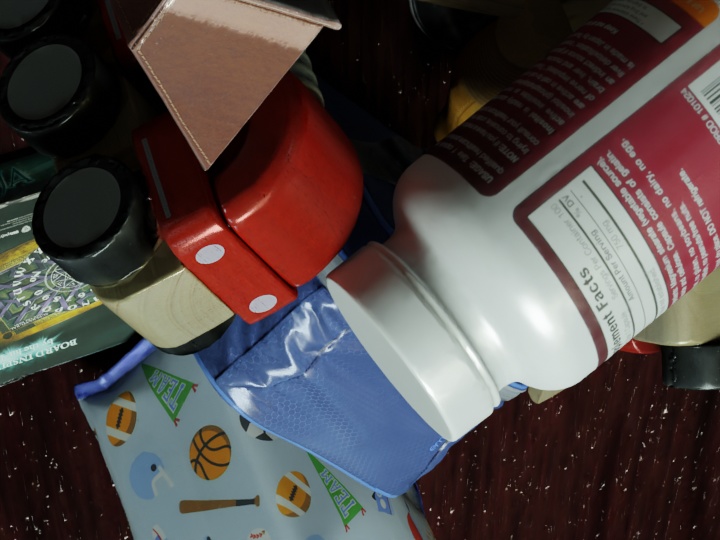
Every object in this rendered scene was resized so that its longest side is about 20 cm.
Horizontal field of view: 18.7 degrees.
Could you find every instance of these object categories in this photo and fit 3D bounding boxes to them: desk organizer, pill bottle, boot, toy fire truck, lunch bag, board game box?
[{"bbox_3d":[-0.091,-0.137,0.778,0.071,0.201,0.077,11,131,-44],"label":"desk organizer"},{"bbox_3d":[0.087,-0.026,0.893,0.200,0.113,0.113,-38,147,-8],"label":"pill bottle"},{"bbox_3d":[0.134,-0.108,1.032,0.200,0.071,0.144,-15,171,-10],"label":"boot"},{"bbox_3d":[0.191,0.019,1.273,0.175,0.199,0.130,-7,98,-33],"label":"toy fire truck"},{"bbox_3d":[0.000,0.000,1.027,0.132,0.136,0.200,-40,144,12],"label":"lunch bag"},{"bbox_3d":[-0.116,-0.015,1.067,0.199,0.028,0.136,-18,144,-18],"label":"board game box"},{"bbox_3d":[-0.032,-0.078,0.899,0.199,0.177,0.129,-28,146,11],"label":"toy fire truck"},{"bbox_3d":[-0.035,0.118,1.153,0.124,0.171,0.199,-33,158,28],"label":"lunch bag"}]

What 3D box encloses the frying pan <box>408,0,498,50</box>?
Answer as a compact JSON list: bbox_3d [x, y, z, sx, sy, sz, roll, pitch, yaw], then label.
[{"bbox_3d":[0.084,-0.124,1.080,0.114,0.031,0.191,-26,142,-6],"label":"frying pan"}]
